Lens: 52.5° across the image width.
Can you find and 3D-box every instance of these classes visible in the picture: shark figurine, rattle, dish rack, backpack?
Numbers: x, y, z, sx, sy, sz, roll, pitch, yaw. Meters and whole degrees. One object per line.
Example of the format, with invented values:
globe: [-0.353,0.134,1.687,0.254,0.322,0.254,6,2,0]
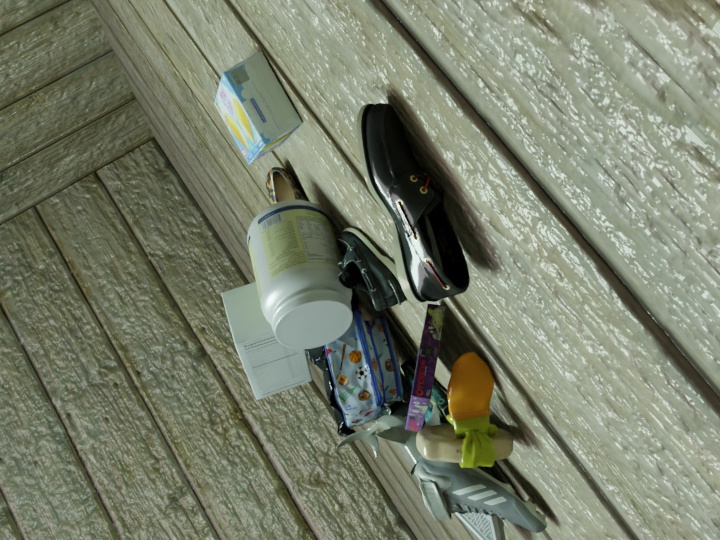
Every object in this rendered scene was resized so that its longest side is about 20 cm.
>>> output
shark figurine: [0.046,0.262,1.152,0.213,0.089,0.130,13,97,53]
rattle: [0.139,0.180,0.971,0.200,0.129,0.145,-3,-104,-69]
dish rack: [0.172,0.358,1.185,0.171,0.043,0.201,38,157,40]
backpack: [-0.008,0.159,1.224,0.191,0.153,0.202,64,-176,-67]

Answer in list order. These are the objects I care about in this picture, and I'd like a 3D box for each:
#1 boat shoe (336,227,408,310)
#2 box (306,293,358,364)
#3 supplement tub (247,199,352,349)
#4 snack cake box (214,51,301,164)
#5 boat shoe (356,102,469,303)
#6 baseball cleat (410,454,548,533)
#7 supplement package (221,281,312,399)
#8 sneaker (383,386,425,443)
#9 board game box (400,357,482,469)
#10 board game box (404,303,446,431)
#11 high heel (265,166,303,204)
boat shoe: [0.001,0.002,1.054,0.199,0.066,0.075,45,164,48]
box: [-0.102,0.051,1.442,0.199,0.122,0.200,54,166,19]
supplement tub: [-0.094,0.006,1.145,0.146,0.143,0.202,75,178,-54]
snack cake box: [-0.160,-0.239,1.101,0.116,0.067,0.200,59,168,-8]
boat shoe: [0.053,-0.068,0.707,0.063,0.073,0.204,-13,101,36]
baseball cleat: [0.161,0.329,1.035,0.199,0.107,0.070,31,167,29]
supplement package: [-0.160,0.119,1.275,0.201,0.112,0.110,85,165,-54]
sneaker: [0.057,0.240,1.361,0.107,0.074,0.200,63,175,-21]
board game box: [0.138,0.254,1.218,0.135,0.028,0.201,42,160,54]
board game box: [0.084,0.135,0.968,0.200,0.032,0.121,88,-171,-66]
high heel: [-0.109,-0.079,1.264,0.201,0.071,0.143,62,177,24]
